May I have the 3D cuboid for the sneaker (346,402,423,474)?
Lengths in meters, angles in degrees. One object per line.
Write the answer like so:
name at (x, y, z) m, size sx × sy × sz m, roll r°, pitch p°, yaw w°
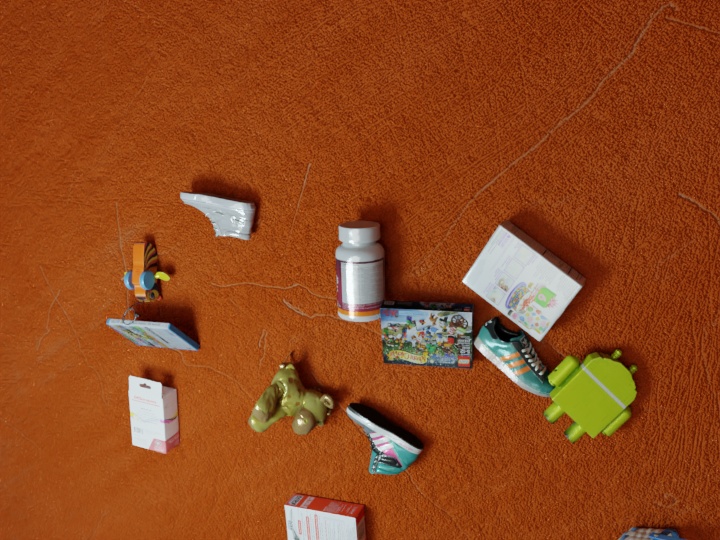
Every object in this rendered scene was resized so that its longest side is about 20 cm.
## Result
sneaker at (0.036, 0.403, 1.765) m, size 0.198 × 0.083 × 0.122 m, roll 31°, pitch 105°, yaw 13°

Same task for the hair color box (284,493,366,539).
hair color box at (-0.086, 0.630, 1.888) m, size 0.196 × 0.064 × 0.113 m, roll 2°, pitch 106°, yaw 23°

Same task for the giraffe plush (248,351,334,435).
giraffe plush at (-0.151, 0.320, 1.806) m, size 0.161 × 0.173 × 0.202 m, roll 31°, pitch 80°, yaw 3°

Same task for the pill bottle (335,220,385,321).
pill bottle at (0.000, 0.000, 1.657) m, size 0.108 × 0.109 × 0.204 m, roll 4°, pitch 105°, yaw 23°

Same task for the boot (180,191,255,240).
boot at (-0.342, -0.128, 1.800) m, size 0.196 × 0.073 × 0.098 m, roll 13°, pitch 102°, yaw 20°

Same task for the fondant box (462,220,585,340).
fondant box at (0.326, 0.019, 1.532) m, size 0.199 × 0.058 × 0.145 m, roll 38°, pitch 116°, yaw 12°

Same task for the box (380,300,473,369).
box at (0.143, 0.137, 1.633) m, size 0.196 × 0.038 × 0.139 m, roll 2°, pitch 115°, yaw 13°

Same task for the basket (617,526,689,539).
basket at (0.606, 0.598, 1.505) m, size 0.199 × 0.137 × 0.180 m, roll 4°, pitch 108°, yaw 55°

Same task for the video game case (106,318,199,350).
video game case at (-0.526, 0.163, 1.938) m, size 0.196 × 0.143 × 0.018 m, roll 2°, pitch 64°, yaw 24°

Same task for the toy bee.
toy bee at (-0.550, 0.035, 1.937) m, size 0.129 × 0.108 × 0.203 m, roll 24°, pitch 88°, yaw 26°

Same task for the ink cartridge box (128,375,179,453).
ink cartridge box at (-0.550, 0.372, 2.032) m, size 0.114 × 0.067 × 0.204 m, roll 9°, pitch 108°, yaw 22°

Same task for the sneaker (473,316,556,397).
sneaker at (0.330, 0.177, 1.572) m, size 0.199 × 0.071 × 0.081 m, roll 37°, pitch 120°, yaw 13°

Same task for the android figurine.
android figurine at (0.464, 0.246, 1.522) m, size 0.181 × 0.041 × 0.201 m, roll 40°, pitch 100°, yaw -6°
